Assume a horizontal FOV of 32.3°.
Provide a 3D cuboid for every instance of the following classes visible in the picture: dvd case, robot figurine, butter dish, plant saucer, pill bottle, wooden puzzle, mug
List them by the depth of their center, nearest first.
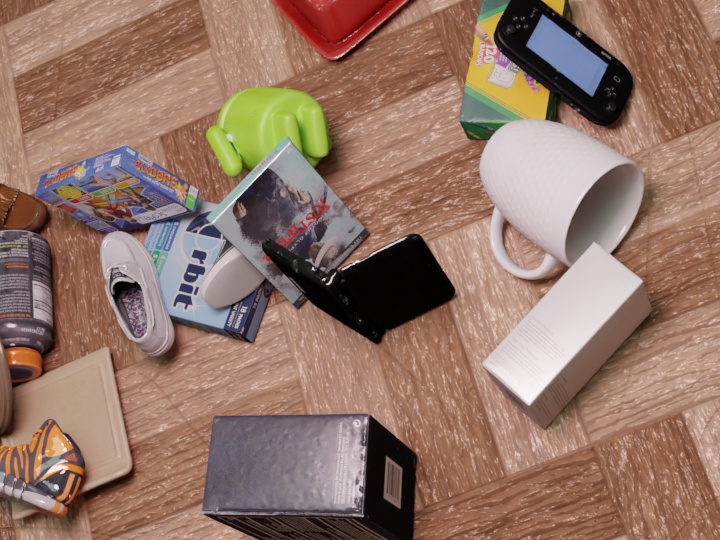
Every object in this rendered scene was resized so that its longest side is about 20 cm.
[{"bbox_3d":[0.229,-0.085,1.552,0.175,0.147,0.202,38,114,36],"label":"mug"},{"bbox_3d":[-0.090,-0.058,1.612,0.146,0.200,0.022,-45,43,-4],"label":"dvd case"},{"bbox_3d":[-0.121,-0.191,1.701,0.174,0.117,0.199,-21,21,-31],"label":"robot figurine"},{"bbox_3d":[-0.404,0.223,1.701,0.183,0.037,0.202,-23,58,10],"label":"wooden puzzle"},{"bbox_3d":[-0.530,0.133,1.708,0.029,0.201,0.200,-15,53,-36],"label":"plant saucer"},{"bbox_3d":[-0.488,0.053,1.757,0.105,0.106,0.202,-15,64,13],"label":"pill bottle"},{"bbox_3d":[-0.038,-0.441,1.780,0.199,0.148,0.200,-40,62,1],"label":"butter dish"}]

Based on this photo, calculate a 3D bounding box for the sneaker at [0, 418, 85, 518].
[{"bbox_3d":[-0.448,0.246,1.650,0.198,0.078,0.113,17,68,17],"label":"sneaker"}]

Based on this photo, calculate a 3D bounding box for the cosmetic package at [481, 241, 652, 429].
[{"bbox_3d":[0.250,0.080,1.484,0.200,0.108,0.085,-47,61,-5],"label":"cosmetic package"}]

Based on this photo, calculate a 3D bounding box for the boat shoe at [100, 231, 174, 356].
[{"bbox_3d":[-0.314,0.024,1.679,0.071,0.069,0.202,-25,63,9],"label":"boat shoe"}]

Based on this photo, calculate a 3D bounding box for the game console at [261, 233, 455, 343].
[{"bbox_3d":[0.000,0.000,1.553,0.175,0.200,0.117,30,80,28],"label":"game console"}]

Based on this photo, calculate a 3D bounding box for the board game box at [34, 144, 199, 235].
[{"bbox_3d":[-0.336,-0.106,1.714,0.199,0.135,0.035,-11,58,41],"label":"board game box"}]

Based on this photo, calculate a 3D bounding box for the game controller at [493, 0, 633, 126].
[{"bbox_3d":[0.263,-0.274,1.605,0.199,0.042,0.105,36,67,-8],"label":"game controller"}]

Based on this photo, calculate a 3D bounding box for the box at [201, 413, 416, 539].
[{"bbox_3d":[-0.055,0.249,1.469,0.196,0.200,0.125,-4,68,18],"label":"box"}]

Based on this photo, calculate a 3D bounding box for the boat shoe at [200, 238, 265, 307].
[{"bbox_3d":[-0.142,-0.038,1.648,0.200,0.071,0.064,-47,47,-2],"label":"boat shoe"}]

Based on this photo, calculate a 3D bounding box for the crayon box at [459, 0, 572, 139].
[{"bbox_3d":[0.210,-0.274,1.672,0.117,0.058,0.202,4,70,21],"label":"crayon box"}]

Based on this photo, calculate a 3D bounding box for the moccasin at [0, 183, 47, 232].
[{"bbox_3d":[-0.553,-0.107,1.863,0.200,0.078,0.074,25,78,26],"label":"moccasin"}]

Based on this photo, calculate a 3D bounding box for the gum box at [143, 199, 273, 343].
[{"bbox_3d":[-0.212,-0.006,1.719,0.198,0.045,0.172,12,73,24],"label":"gum box"}]
